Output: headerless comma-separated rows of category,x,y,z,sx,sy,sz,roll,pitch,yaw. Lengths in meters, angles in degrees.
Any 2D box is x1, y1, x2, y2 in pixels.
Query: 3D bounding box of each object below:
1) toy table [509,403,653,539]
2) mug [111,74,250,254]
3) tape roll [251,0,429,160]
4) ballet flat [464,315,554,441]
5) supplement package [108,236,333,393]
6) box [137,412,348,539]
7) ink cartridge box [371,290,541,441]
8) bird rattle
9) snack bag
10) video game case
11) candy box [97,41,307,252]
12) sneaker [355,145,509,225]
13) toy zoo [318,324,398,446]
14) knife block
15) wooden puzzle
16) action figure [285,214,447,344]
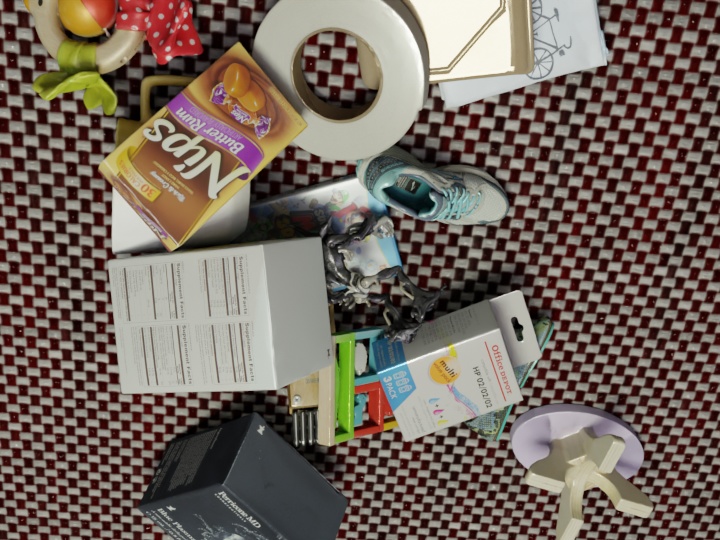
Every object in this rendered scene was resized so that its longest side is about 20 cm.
toy table,0.309,0.272,1.310,0.196,0.118,0.187,6,118,-4
mug,-0.202,-0.106,1.075,0.150,0.151,0.189,3,126,-12
tape roll,-0.022,-0.220,1.047,0.199,0.037,0.206,7,122,12
ballet flat,0.190,0.140,1.264,0.073,0.075,0.203,16,114,-11
supplement package,-0.154,0.049,1.072,0.196,0.151,0.154,-5,93,23
box,-0.158,0.314,1.278,0.198,0.118,0.197,-24,119,39
ink cartridge box,0.125,0.116,1.164,0.197,0.068,0.116,-21,119,6
bird rattle,-0.272,-0.264,1.001,0.199,0.113,0.164,-37,87,17
snack bag,0.165,-0.294,1.047,0.196,0.022,0.191,-14,117,9
video game case,-0.057,-0.035,1.185,0.196,0.018,0.145,-14,117,6
candy box,-0.165,-0.131,1.007,0.117,0.056,0.200,48,71,-11
sneaker,0.090,-0.083,1.118,0.196,0.087,0.079,12,117,-19
toy zoo,0.019,0.138,1.202,0.020,0.198,0.134,4,94,39
knife block,-0.067,0.132,1.252,0.063,0.176,0.204,-4,81,-8
wooden puzzle,0.085,-0.295,1.018,0.196,0.037,0.188,-2,120,14
action figure,0.000,0.000,1.144,0.199,0.102,0.120,35,124,9
